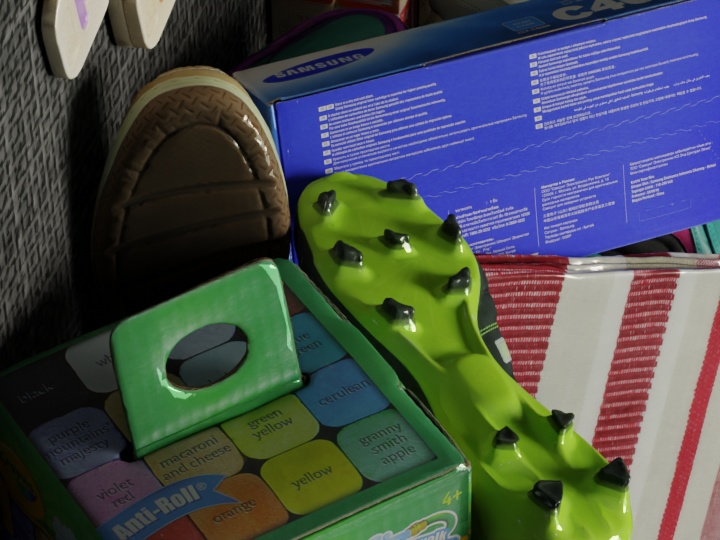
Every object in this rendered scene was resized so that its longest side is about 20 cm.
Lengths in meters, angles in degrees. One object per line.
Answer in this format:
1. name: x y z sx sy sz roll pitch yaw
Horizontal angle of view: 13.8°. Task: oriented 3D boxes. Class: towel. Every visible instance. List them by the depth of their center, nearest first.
1. towel: 0.086 0.059 1.166 0.023 0.199 0.145 -130 -135 -54

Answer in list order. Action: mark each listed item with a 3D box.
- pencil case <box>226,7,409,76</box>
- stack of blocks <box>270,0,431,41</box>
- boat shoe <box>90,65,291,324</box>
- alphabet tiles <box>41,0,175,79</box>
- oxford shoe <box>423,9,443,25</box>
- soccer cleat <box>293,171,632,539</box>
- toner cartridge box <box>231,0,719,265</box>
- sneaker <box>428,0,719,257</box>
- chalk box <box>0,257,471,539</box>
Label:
1. pencil case: 0.000 0.000 1.210 0.092 0.085 0.201 -119 -167 -63
2. stack of blocks: 0.017 -0.191 1.288 0.200 0.058 0.116 -65 160 -48
3. boat shoe: -0.063 -0.003 1.102 0.076 0.071 0.201 -89 -177 -48
4. alphabet tiles: -0.076 -0.172 1.010 0.200 0.015 0.196 81 23 -53
5. oxford shoe: 0.075 -0.039 1.310 0.074 0.200 0.071 -37 176 -33
6. soccer cleat: 0.026 0.046 1.034 0.200 0.067 0.081 56 -37 38
7. toner cartridge box: 0.054 -0.049 1.136 0.043 0.199 0.096 -140 -140 -60
8. sneaker: 0.079 -0.034 1.238 0.121 0.200 0.084 -48 172 -9
9. chalk box: -0.043 0.089 0.998 0.124 0.124 0.201 -23 136 -21
